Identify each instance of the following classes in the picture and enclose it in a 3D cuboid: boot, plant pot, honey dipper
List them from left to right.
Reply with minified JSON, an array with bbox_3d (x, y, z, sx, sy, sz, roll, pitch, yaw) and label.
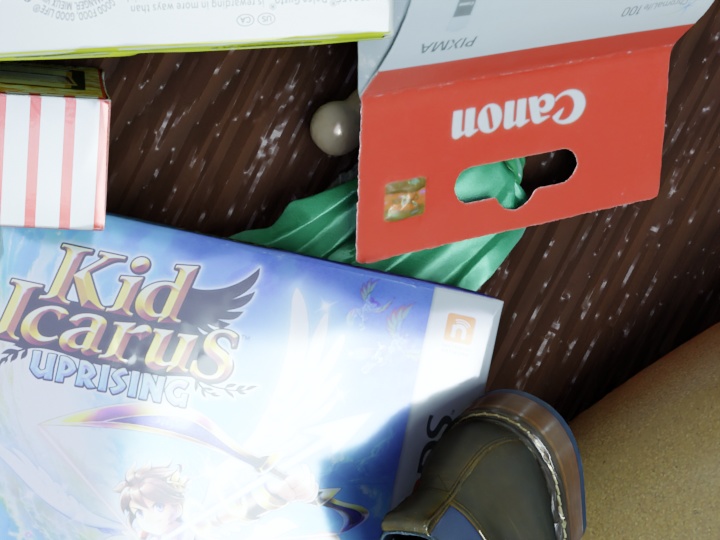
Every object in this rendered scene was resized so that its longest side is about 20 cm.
[{"bbox_3d":[0.052,-0.123,0.869,0.200,0.038,0.038,-44,103,1],"label":"honey dipper"},{"bbox_3d":[0.050,0.153,0.777,0.075,0.097,0.201,-8,103,31],"label":"boot"},{"bbox_3d":[0.131,0.119,0.868,0.199,0.186,0.187,-22,103,14],"label":"plant pot"}]

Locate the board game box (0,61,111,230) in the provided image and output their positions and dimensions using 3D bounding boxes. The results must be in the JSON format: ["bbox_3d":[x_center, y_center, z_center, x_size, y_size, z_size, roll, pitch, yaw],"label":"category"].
[{"bbox_3d":[-0.167,-0.052,0.771,0.151,0.200,0.046,3,98,-7],"label":"board game box"}]

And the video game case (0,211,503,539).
[{"bbox_3d":[-0.060,0.078,0.825,0.199,0.045,0.182,12,90,-8],"label":"video game case"}]

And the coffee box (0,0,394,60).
[{"bbox_3d":[-0.103,-0.179,0.756,0.199,0.200,0.199,-4,101,-7],"label":"coffee box"}]

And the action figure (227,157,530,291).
[{"bbox_3d":[0.000,0.000,0.878,0.200,0.055,0.118,-42,101,-4],"label":"action figure"}]

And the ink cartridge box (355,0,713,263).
[{"bbox_3d":[0.076,-0.105,0.817,0.162,0.057,0.201,-12,111,-31],"label":"ink cartridge box"}]
